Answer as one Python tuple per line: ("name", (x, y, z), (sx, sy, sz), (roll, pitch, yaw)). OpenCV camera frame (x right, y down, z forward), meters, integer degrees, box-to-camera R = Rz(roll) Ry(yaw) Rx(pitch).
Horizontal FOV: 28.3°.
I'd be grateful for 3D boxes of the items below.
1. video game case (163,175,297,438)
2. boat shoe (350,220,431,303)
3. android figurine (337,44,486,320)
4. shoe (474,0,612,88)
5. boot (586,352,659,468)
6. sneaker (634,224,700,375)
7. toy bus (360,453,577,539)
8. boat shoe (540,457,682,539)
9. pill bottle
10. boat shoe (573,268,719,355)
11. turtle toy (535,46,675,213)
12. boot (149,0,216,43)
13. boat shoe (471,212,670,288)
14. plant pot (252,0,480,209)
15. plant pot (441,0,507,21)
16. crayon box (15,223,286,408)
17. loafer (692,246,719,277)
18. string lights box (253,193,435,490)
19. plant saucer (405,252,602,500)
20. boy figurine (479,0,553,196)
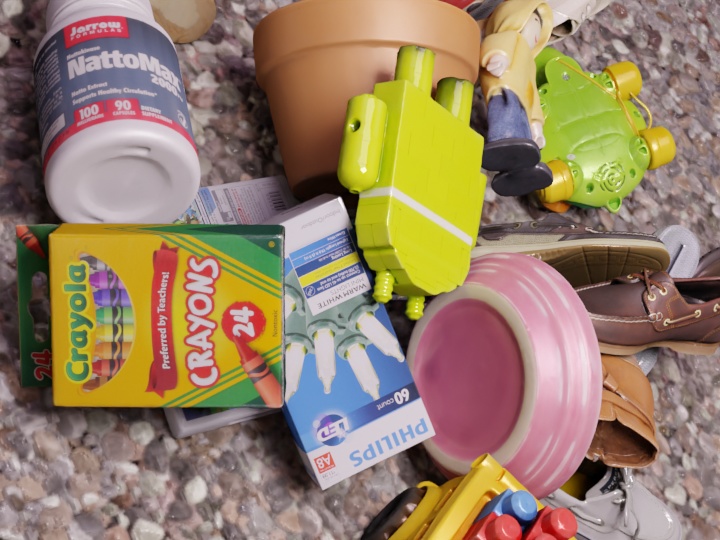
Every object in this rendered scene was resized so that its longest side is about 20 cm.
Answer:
("video game case", (-0.105, 0.023, 1.168), (0.181, 0.022, 0.202), (-11, 70, -35))
("boat shoe", (0.000, 0.000, 1.177), (0.198, 0.084, 0.069), (-5, 69, -30))
("android figurine", (0.045, -0.065, 1.108), (0.182, 0.041, 0.202), (26, 68, -52))
("shoe", (0.173, -0.234, 1.387), (0.199, 0.070, 0.054), (-26, 71, -17))
("boot", (0.155, 0.092, 1.192), (0.198, 0.074, 0.155), (11, 28, -5))
("sneaker", (0.249, 0.047, 1.333), (0.073, 0.071, 0.201), (40, 72, -6))
("toy bus", (0.072, 0.235, 1.040), (0.136, 0.192, 0.200), (44, 52, -2))
("boat shoe", (0.204, 0.184, 1.213), (0.201, 0.086, 0.075), (28, 53, -13))
("pill bottle", (-0.199, -0.137, 1.134), (0.118, 0.120, 0.201), (6, 47, -27))
("boat shoe", (0.250, 0.029, 1.238), (0.198, 0.071, 0.071), (1, 36, -37))
("turtle toy", (0.206, -0.139, 1.390), (0.144, 0.101, 0.202), (-18, 69, -11))
("boot", (-0.223, -0.283, 1.243), (0.201, 0.071, 0.144), (26, 17, -51))
("boat shoe", (0.178, -0.021, 1.289), (0.198, 0.074, 0.065), (-2, 51, 0))
("plant pot", (0.007, -0.137, 1.229), (0.198, 0.200, 0.142), (5, 77, -28))
("plant pot", (0.095, -0.334, 1.382), (0.199, 0.200, 0.184), (-25, 84, -38))
("crayon box", (-0.153, 0.032, 1.030), (0.198, 0.051, 0.128), (0, 101, -1))
("loafer", (0.376, 0.014, 1.419), (0.199, 0.073, 0.071), (-17, 73, -35))
("string lights box", (-0.028, 0.053, 1.103), (0.102, 0.059, 0.202), (-25, 101, -11))
("plant saucer", (0.101, 0.086, 1.133), (0.050, 0.200, 0.202), (2, 62, -40))
("boy figurine", (0.142, -0.162, 1.283), (0.125, 0.064, 0.202), (55, 34, -45))
